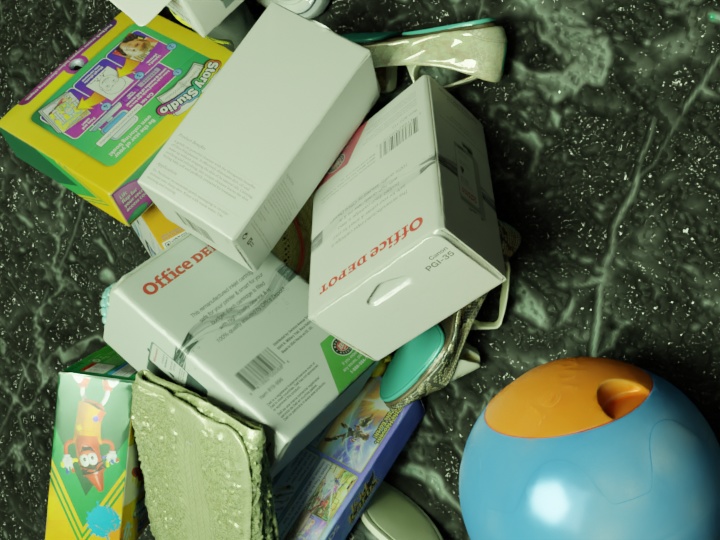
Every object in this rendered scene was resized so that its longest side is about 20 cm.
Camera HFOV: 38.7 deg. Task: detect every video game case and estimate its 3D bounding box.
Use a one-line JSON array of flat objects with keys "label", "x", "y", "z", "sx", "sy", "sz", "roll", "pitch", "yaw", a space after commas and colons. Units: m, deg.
[{"label": "video game case", "x": -0.067, "y": 0.169, "z": 0.966, "sx": 0.181, "sy": 0.045, "sz": 0.200, "roll": 23, "pitch": 67, "yaw": 29}]

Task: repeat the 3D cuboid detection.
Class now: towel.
[{"label": "towel", "x": -0.133, "y": 0.186, "z": 0.867, "sx": 0.148, "sy": 0.036, "sz": 0.200, "roll": 20, "pitch": 126, "yaw": 32}]

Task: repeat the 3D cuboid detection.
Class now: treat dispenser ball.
[{"label": "treat dispenser ball", "x": 0.176, "y": 0.167, "z": 0.785, "sx": 0.201, "sy": 0.201, "sz": 0.201, "roll": 4, "pitch": 97, "yaw": 32}]

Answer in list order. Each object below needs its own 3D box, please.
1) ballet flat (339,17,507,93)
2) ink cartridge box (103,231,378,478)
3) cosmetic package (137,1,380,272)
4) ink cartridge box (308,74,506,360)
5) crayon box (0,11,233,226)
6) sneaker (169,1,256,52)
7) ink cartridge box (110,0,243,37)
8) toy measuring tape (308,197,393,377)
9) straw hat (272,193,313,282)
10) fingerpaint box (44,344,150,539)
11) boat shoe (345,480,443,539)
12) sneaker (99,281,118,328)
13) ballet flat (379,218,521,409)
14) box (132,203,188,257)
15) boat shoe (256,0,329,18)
[{"label": "ballet flat", "x": 0.036, "y": -0.187, "z": 0.922, "sx": 0.200, "sy": 0.067, "sz": 0.062, "roll": 3, "pitch": 106, "yaw": 33}, {"label": "ink cartridge box", "x": -0.103, "y": 0.063, "z": 0.899, "sx": 0.200, "sy": 0.147, "sz": 0.083, "roll": 41, "pitch": 138, "yaw": 11}, {"label": "cosmetic package", "x": -0.082, "y": -0.115, "z": 0.878, "sx": 0.108, "sy": 0.085, "sz": 0.200, "roll": 32, "pitch": 78, "yaw": 18}, {"label": "ink cartridge box", "x": 0.034, "y": -0.045, "z": 0.862, "sx": 0.146, "sy": 0.083, "sz": 0.200, "roll": -35, "pitch": 36, "yaw": 30}, {"label": "crayon box", "x": -0.229, "y": -0.161, "z": 1.027, "sx": 0.172, "sy": 0.058, "sz": 0.200, "roll": 30, "pitch": 67, "yaw": 26}, {"label": "sneaker", "x": -0.167, "y": -0.278, "z": 1.028, "sx": 0.074, "sy": 0.085, "sz": 0.200, "roll": -41, "pitch": 47, "yaw": 8}, {"label": "ink cartridge box", "x": -0.144, "y": -0.294, "z": 0.916, "sx": 0.200, "sy": 0.067, "sz": 0.117, "roll": -44, "pitch": 67, "yaw": -7}, {"label": "toy measuring tape", "x": 0.000, "y": 0.000, "z": 0.956, "sx": 0.074, "sy": 0.074, "sz": 0.200, "roll": -15, "pitch": 87, "yaw": 33}, {"label": "straw hat", "x": -0.103, "y": -0.027, "z": 1.012, "sx": 0.201, "sy": 0.085, "sz": 0.201, "roll": 3, "pitch": 96, "yaw": 32}, {"label": "fingerpaint box", "x": -0.228, "y": 0.161, "z": 0.977, "sx": 0.073, "sy": 0.200, "sz": 0.167, "roll": 7, "pitch": 97, "yaw": 3}, {"label": "boat shoe", "x": -0.003, "y": 0.238, "z": 0.981, "sx": 0.199, "sy": 0.074, "sz": 0.066, "roll": 34, "pitch": 114, "yaw": 26}, {"label": "sneaker", "x": -0.215, "y": 0.095, "z": 1.102, "sx": 0.086, "sy": 0.078, "sz": 0.200, "roll": -26, "pitch": 81, "yaw": 28}, {"label": "ballet flat", "x": 0.088, "y": 0.046, "z": 0.908, "sx": 0.200, "sy": 0.075, "sz": 0.068, "roll": -66, "pitch": 22, "yaw": 18}, {"label": "box", "x": -0.192, "y": -0.021, "z": 1.057, "sx": 0.200, "sy": 0.041, "sz": 0.119, "roll": 58, "pitch": 164, "yaw": 16}, {"label": "boat shoe", "x": -0.116, "y": -0.313, "z": 1.003, "sx": 0.200, "sy": 0.067, "sz": 0.074, "roll": 42, "pitch": 115, "yaw": 22}]
